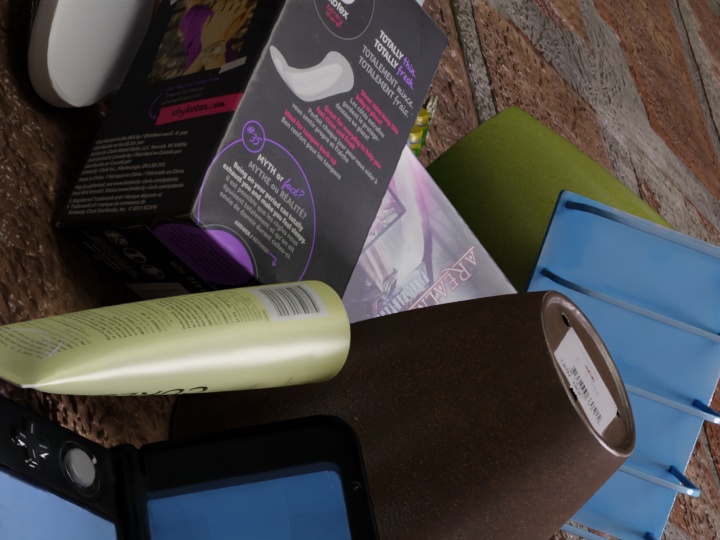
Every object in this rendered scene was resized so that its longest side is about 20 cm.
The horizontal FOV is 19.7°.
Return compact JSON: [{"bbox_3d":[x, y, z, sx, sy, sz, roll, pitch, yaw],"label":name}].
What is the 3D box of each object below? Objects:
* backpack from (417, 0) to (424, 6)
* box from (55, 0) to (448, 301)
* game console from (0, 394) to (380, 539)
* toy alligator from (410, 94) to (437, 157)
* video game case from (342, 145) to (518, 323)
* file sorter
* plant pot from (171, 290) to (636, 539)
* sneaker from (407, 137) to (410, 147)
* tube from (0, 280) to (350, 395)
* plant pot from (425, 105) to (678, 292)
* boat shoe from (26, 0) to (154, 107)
[{"bbox_3d":[-0.012,-0.231,1.335,0.167,0.125,0.202,-105,-168,-68],"label":"backpack"},{"bbox_3d":[-0.054,-0.076,1.106,0.122,0.105,0.201,45,58,-38],"label":"box"},{"bbox_3d":[-0.078,0.140,0.898,0.176,0.116,0.201,35,34,-48],"label":"game console"},{"bbox_3d":[0.017,-0.092,1.458,0.054,0.060,0.200,16,22,2],"label":"toy alligator"},{"bbox_3d":[0.000,0.000,1.217,0.143,0.019,0.200,-43,102,-23],"label":"video game case"},{"bbox_3d":[0.162,0.068,1.302,0.138,0.202,0.123,20,3,-1],"label":"file sorter"},{"bbox_3d":[0.036,0.096,1.085,0.187,0.199,0.188,46,27,-33],"label":"plant pot"},{"bbox_3d":[-0.005,-0.069,1.319,0.079,0.095,0.201,47,27,-33],"label":"sneaker"},{"bbox_3d":[-0.094,0.036,0.964,0.199,0.058,0.052,-4,63,-43],"label":"tube"},{"bbox_3d":[0.132,-0.009,1.466,0.201,0.187,0.187,54,22,6],"label":"plant pot"},{"bbox_3d":[-0.156,-0.174,1.156,0.072,0.067,0.202,47,48,-49],"label":"boat shoe"}]
